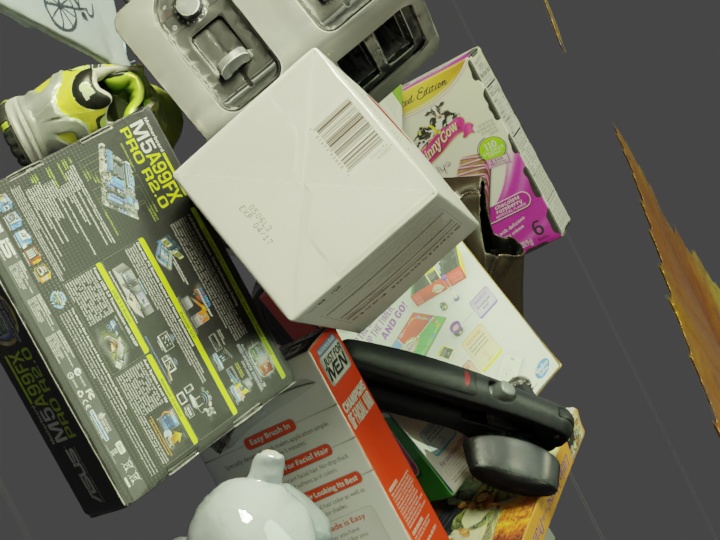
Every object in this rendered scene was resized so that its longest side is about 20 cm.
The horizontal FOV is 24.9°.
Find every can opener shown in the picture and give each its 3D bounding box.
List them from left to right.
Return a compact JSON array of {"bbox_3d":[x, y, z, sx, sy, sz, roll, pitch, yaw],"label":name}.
[{"bbox_3d":[0.066,0.092,1.151,0.199,0.063,0.079,26,33,-21],"label":"can opener"}]

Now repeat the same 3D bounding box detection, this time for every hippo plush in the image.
[{"bbox_3d":[-0.049,0.213,0.997,0.161,0.160,0.200,38,0,16],"label":"hippo plush"}]

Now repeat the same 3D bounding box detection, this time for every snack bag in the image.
[{"bbox_3d":[-0.242,-0.247,1.151,0.200,0.021,0.190,24,46,-57],"label":"snack bag"}]

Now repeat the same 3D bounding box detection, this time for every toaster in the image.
[{"bbox_3d":[-0.053,-0.163,1.132,0.119,0.180,0.200,52,1,13],"label":"toaster"}]

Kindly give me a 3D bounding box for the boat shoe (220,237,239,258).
[{"bbox_3d":[-0.079,-0.049,1.254,0.200,0.060,0.074,9,56,-64],"label":"boat shoe"}]

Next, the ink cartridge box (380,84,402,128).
[{"bbox_3d":[-0.029,-0.149,1.452,0.148,0.075,0.201,51,25,-29],"label":"ink cartridge box"}]

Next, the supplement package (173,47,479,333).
[{"bbox_3d":[-0.014,-0.045,1.055,0.121,0.120,0.200,50,6,10],"label":"supplement package"}]

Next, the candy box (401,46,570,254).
[{"bbox_3d":[0.101,-0.099,1.608,0.201,0.136,0.061,60,22,-9],"label":"candy box"}]

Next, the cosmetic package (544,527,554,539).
[{"bbox_3d":[0.077,0.247,1.234,0.085,0.107,0.200,57,22,-17],"label":"cosmetic package"}]

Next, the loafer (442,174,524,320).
[{"bbox_3d":[0.114,0.006,1.429,0.201,0.071,0.073,64,19,-17],"label":"loafer"}]

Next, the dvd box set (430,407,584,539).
[{"bbox_3d":[0.078,0.172,1.227,0.200,0.145,0.030,-54,130,-55],"label":"dvd box set"}]

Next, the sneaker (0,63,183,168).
[{"bbox_3d":[-0.161,-0.102,1.106,0.076,0.076,0.200,63,20,0],"label":"sneaker"}]

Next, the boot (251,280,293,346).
[{"bbox_3d":[0.000,0.000,1.302,0.199,0.073,0.151,11,44,-22],"label":"boot"}]

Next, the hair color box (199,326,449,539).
[{"bbox_3d":[-0.024,0.151,1.103,0.201,0.110,0.064,62,22,-8],"label":"hair color box"}]

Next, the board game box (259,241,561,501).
[{"bbox_3d":[0.041,0.046,1.217,0.200,0.040,0.153,52,57,-8],"label":"board game box"}]

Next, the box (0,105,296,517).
[{"bbox_3d":[-0.145,0.022,0.981,0.160,0.044,0.201,-35,100,-44],"label":"box"}]
